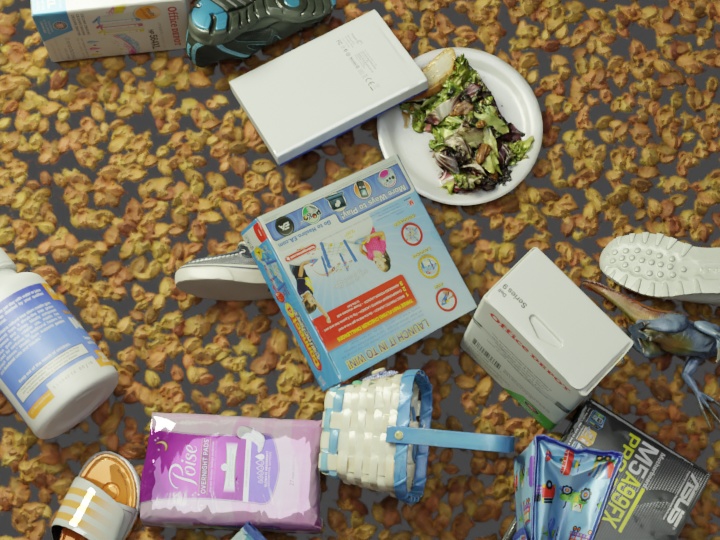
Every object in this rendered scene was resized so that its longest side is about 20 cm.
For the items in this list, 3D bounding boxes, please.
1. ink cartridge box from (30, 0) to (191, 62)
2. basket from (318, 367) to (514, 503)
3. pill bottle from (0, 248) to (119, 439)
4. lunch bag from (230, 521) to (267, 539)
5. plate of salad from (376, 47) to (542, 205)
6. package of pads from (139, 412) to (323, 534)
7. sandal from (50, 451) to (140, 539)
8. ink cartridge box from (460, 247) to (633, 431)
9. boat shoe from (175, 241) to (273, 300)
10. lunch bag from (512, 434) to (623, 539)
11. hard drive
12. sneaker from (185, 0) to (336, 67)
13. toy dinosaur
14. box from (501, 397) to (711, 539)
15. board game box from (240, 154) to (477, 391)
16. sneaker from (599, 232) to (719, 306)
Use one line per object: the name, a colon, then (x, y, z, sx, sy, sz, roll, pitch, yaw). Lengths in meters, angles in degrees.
ink cartridge box: (-0.278, -0.336, 1.558, 0.198, 0.129, 0.126, -6, 74, -4)
basket: (0.062, 0.176, 1.405, 0.198, 0.176, 0.140, 7, 82, 8)
pill bottle: (-0.364, 0.074, 1.447, 0.112, 0.112, 0.200, -38, 79, -12)
lunch bag: (-0.096, 0.394, 1.359, 0.170, 0.127, 0.200, -44, 112, -9)
plate of salad: (0.119, -0.175, 1.573, 0.198, 0.048, 0.202, 1, 74, -3)
package of pads: (-0.136, 0.218, 1.435, 0.198, 0.076, 0.121, 3, 71, -2)
sandal: (-0.295, 0.293, 1.414, 0.079, 0.059, 0.208, 21, 74, 3)
ink cartridge box: (0.195, 0.078, 1.424, 0.084, 0.200, 0.146, -43, 80, -14)
boat shoe: (-0.111, -0.020, 1.511, 0.198, 0.075, 0.093, 1, 70, -12)
lunch bag: (0.193, 0.283, 1.346, 0.093, 0.151, 0.201, 12, 73, 2)
hard drive: (-0.038, -0.218, 1.570, 0.199, 0.025, 0.132, -28, 60, -9)
sneaker: (-0.122, -0.300, 1.589, 0.199, 0.082, 0.074, -19, 67, -27)
toy dinosaur: (0.378, 0.067, 1.500, 0.180, 0.105, 0.201, -6, 60, -25)
box: (0.265, 0.266, 1.455, 0.160, 0.044, 0.201, 32, 75, 8)
board game box: (0.000, 0.000, 1.465, 0.199, 0.056, 0.197, -26, 87, -30)
sneaker: (0.373, 0.009, 1.523, 0.199, 0.081, 0.077, 10, 76, 21)
